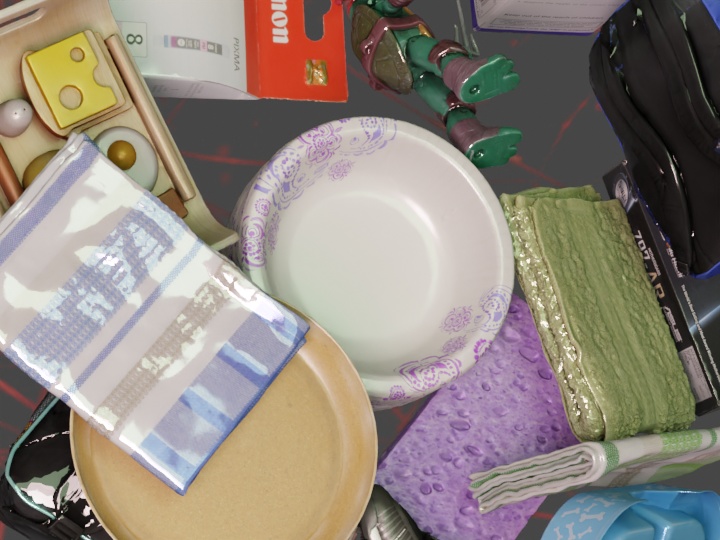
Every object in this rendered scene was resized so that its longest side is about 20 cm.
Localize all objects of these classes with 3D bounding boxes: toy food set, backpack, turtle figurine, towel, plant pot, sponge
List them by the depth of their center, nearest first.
[{"bbox_3d":[-0.144,0.024,1.465,0.200,0.024,0.147,41,64,-3],"label":"towel"},{"bbox_3d":[-0.087,0.107,1.484,0.200,0.027,0.200,6,70,-18],"label":"plant pot"},{"bbox_3d":[-0.183,-0.080,1.524,0.143,0.060,0.200,-27,94,-23],"label":"toy food set"},{"bbox_3d":[-0.128,0.116,1.561,0.176,0.153,0.200,31,72,-2],"label":"backpack"},{"bbox_3d":[0.194,0.136,1.641,0.200,0.149,0.031,-3,79,-35],"label":"towel"},{"bbox_3d":[0.092,0.125,1.700,0.112,0.030,0.200,42,68,-5],"label":"sponge"},{"bbox_3d":[0.269,-0.120,1.710,0.168,0.163,0.200,-19,73,-42],"label":"backpack"},{"bbox_3d":[0.170,0.030,1.711,0.148,0.036,0.200,-5,71,-53],"label":"towel"},{"bbox_3d":[0.046,-0.167,1.717,0.101,0.150,0.200,-34,50,-1],"label":"turtle figurine"}]

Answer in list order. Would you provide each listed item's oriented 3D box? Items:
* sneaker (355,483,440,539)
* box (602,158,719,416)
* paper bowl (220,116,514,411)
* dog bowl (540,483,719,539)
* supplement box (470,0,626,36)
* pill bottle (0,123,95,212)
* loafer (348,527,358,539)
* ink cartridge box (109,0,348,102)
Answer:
[{"bbox_3d":[0.068,0.221,1.623,0.090,0.066,0.200,-30,101,2],"label":"sneaker"},{"bbox_3d":[0.293,-0.008,1.793,0.160,0.044,0.200,-17,82,-21],"label":"box"},{"bbox_3d":[0.000,0.000,1.661,0.200,0.104,0.201,5,74,-17],"label":"paper bowl"},{"bbox_3d":[0.186,0.202,1.646,0.200,0.050,0.112,0,106,-55],"label":"dog bowl"},{"bbox_3d":[0.159,-0.252,1.727,0.103,0.200,0.101,0,77,-18],"label":"supplement box"},{"bbox_3d":[-0.236,-0.054,1.592,0.200,0.112,0.112,-32,88,-22],"label":"pill bottle"},{"bbox_3d":[-0.044,0.237,1.607,0.063,0.072,0.200,25,67,-19],"label":"loafer"},{"bbox_3d":[-0.104,-0.207,1.712,0.200,0.057,0.163,0,76,-13],"label":"ink cartridge box"}]
